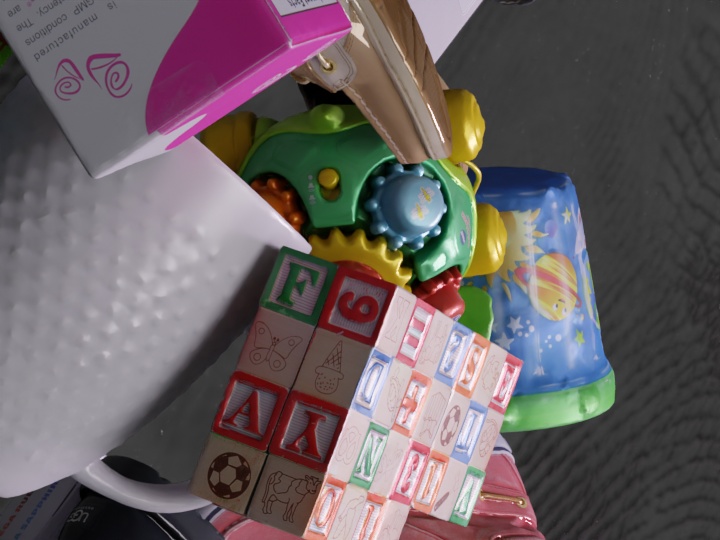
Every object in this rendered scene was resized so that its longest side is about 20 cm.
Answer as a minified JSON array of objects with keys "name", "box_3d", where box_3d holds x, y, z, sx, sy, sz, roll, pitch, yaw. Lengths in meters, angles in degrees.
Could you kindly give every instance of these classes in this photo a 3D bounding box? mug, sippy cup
[{"name":"mug","box_3d":[-0.115,0.024,1.279,0.200,0.148,0.175,42,88,-18]},{"name":"sippy cup","box_3d":[0.073,0.012,1.587,0.139,0.178,0.131,-7,102,-23]}]

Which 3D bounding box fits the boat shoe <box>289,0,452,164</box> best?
[{"name":"boat shoe","box_3d":[-0.024,-0.126,1.331,0.200,0.069,0.074,58,15,-27]}]

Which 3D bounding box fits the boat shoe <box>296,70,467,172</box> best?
[{"name":"boat shoe","box_3d":[-0.005,-0.099,1.469,0.070,0.070,0.200,-59,136,-38]}]

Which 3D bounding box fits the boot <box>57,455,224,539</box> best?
[{"name":"boot","box_3d":[-0.103,0.211,1.364,0.200,0.076,0.168,48,61,-26]}]

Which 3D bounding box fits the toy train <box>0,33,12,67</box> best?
[{"name":"toy train","box_3d":[-0.222,-0.121,1.165,0.116,0.085,0.200,-53,141,1]}]

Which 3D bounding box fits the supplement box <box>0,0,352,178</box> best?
[{"name":"supplement box","box_3d":[-0.105,-0.150,1.139,0.200,0.101,0.103,59,17,1]}]

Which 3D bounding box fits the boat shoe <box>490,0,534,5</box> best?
[{"name":"boat shoe","box_3d":[0.009,-0.177,1.374,0.200,0.075,0.062,33,48,-22]}]

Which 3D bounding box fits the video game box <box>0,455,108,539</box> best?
[{"name":"video game box","box_3d":[-0.135,0.217,1.420,0.200,0.047,0.182,51,61,-33]}]

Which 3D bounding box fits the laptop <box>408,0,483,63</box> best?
[{"name":"laptop","box_3d":[0.092,-0.219,1.495,0.187,0.116,0.200,-53,142,-32]}]

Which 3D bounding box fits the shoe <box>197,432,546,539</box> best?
[{"name":"shoe","box_3d":[0.010,0.142,1.531,0.200,0.091,0.072,-6,142,-30]}]

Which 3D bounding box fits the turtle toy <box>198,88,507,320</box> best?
[{"name":"turtle toy","box_3d":[0.000,0.000,1.439,0.101,0.145,0.200,-86,165,-49]}]

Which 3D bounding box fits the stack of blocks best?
[{"name":"stack of blocks","box_3d":[0.003,0.070,1.299,0.115,0.058,0.200,-70,158,-4]}]
